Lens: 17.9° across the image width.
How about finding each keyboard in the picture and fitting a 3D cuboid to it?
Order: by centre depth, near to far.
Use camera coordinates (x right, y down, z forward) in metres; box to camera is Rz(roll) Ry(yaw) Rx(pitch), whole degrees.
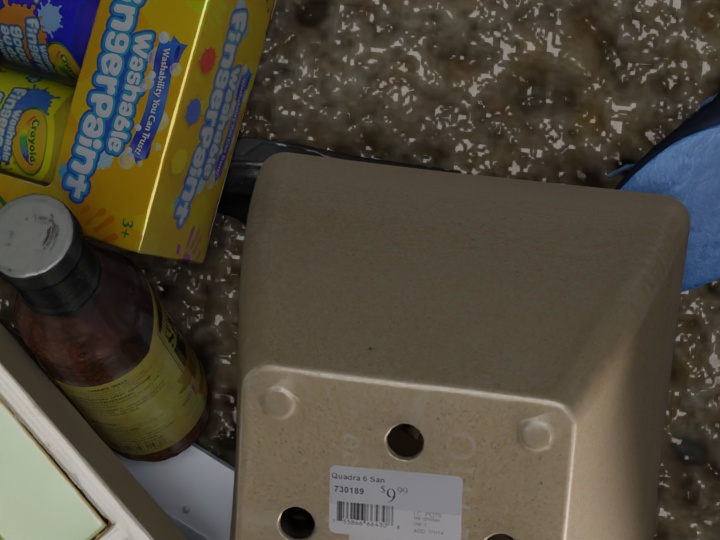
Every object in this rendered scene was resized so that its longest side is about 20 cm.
[{"bbox_3d":[-0.139,0.085,1.150,0.200,0.011,0.056,32,88,1],"label":"keyboard"}]

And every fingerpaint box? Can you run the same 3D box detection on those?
[{"bbox_3d":[-0.132,-0.123,1.083,0.166,0.073,0.201,18,93,23],"label":"fingerpaint box"}]

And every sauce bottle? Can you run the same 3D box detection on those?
[{"bbox_3d":[-0.120,0.027,1.050,0.066,0.200,0.066,-4,65,8],"label":"sauce bottle"}]

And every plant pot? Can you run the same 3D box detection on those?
[{"bbox_3d":[0.030,0.079,0.989,0.199,0.177,0.201,7,111,9],"label":"plant pot"}]

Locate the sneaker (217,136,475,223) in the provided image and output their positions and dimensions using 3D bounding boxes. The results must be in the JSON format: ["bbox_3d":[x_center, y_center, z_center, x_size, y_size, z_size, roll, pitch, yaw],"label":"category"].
[{"bbox_3d":[0.000,0.001,1.101,0.199,0.060,0.105,8,75,3],"label":"sneaker"}]

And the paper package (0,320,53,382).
[{"bbox_3d":[-0.272,0.073,1.101,0.191,0.103,0.200,42,97,1],"label":"paper package"}]

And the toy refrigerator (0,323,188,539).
[{"bbox_3d":[-0.140,0.111,1.009,0.076,0.070,0.200,-40,94,3],"label":"toy refrigerator"}]

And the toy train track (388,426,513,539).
[{"bbox_3d":[0.056,0.065,1.130,0.114,0.033,0.200,33,87,10],"label":"toy train track"}]

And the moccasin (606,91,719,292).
[{"bbox_3d":[0.194,-0.055,1.101,0.200,0.068,0.081,-35,98,5],"label":"moccasin"}]
